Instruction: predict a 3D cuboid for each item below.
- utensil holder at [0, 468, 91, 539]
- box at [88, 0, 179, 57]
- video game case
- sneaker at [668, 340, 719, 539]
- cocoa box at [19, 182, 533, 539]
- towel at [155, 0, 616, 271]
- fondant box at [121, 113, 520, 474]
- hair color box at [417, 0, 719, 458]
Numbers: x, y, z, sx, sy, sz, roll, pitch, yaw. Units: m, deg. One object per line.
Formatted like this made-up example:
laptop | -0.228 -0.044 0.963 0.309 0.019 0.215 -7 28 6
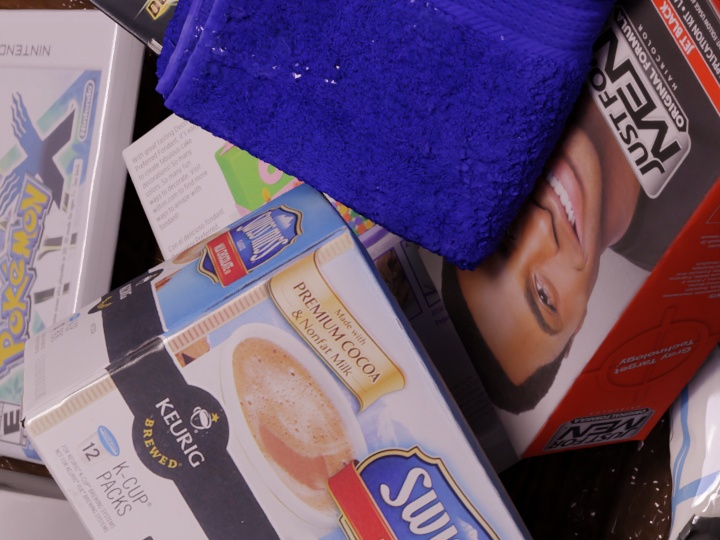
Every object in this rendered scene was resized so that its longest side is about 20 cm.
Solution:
utensil holder | -0.175 0.186 1.077 0.169 0.170 0.201 9 88 33
box | 0.014 -0.137 0.956 0.200 0.159 0.046 -53 19 4
video game case | -0.172 -0.020 1.161 0.182 0.022 0.201 6 88 48
sneaker | 0.147 0.058 0.954 0.071 0.072 0.201 4 98 -4
cocoa box | -0.017 0.089 0.917 0.131 0.133 0.201 -30 101 -1
towel | 0.013 -0.102 0.846 0.147 0.050 0.200 31 132 8
fondant box | 0.000 0.000 1.052 0.144 0.058 0.201 -34 68 25
hair color box | 0.098 -0.032 0.888 0.102 0.061 0.200 64 145 30
